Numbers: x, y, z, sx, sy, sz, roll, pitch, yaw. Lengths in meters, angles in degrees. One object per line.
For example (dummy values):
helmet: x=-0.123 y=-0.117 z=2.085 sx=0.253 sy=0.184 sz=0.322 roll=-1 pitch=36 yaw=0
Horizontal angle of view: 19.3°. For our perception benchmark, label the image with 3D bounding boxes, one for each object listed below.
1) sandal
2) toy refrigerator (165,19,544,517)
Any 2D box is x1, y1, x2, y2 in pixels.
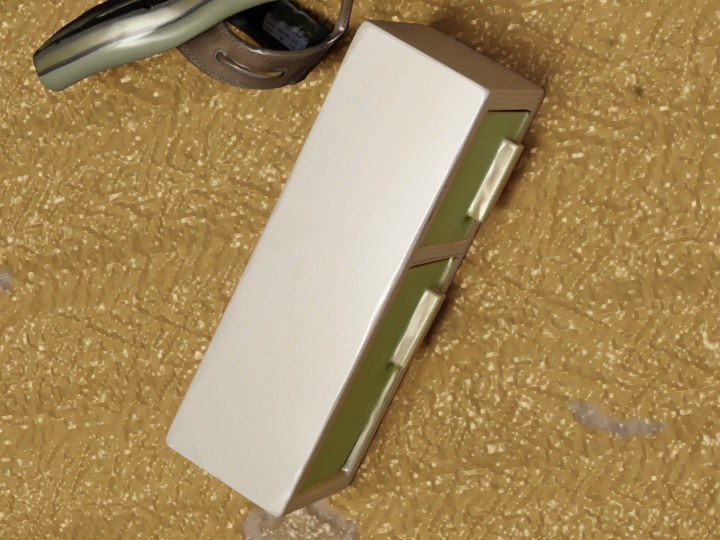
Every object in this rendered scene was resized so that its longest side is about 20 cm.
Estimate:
sandal: x=-0.049 y=-0.105 z=0.916 sx=0.200 sy=0.080 sz=0.058 roll=-14 pitch=106 yaw=30
toy refrigerator: x=0.000 y=0.000 z=0.896 sx=0.070 sy=0.076 sz=0.201 roll=30 pitch=105 yaw=18
